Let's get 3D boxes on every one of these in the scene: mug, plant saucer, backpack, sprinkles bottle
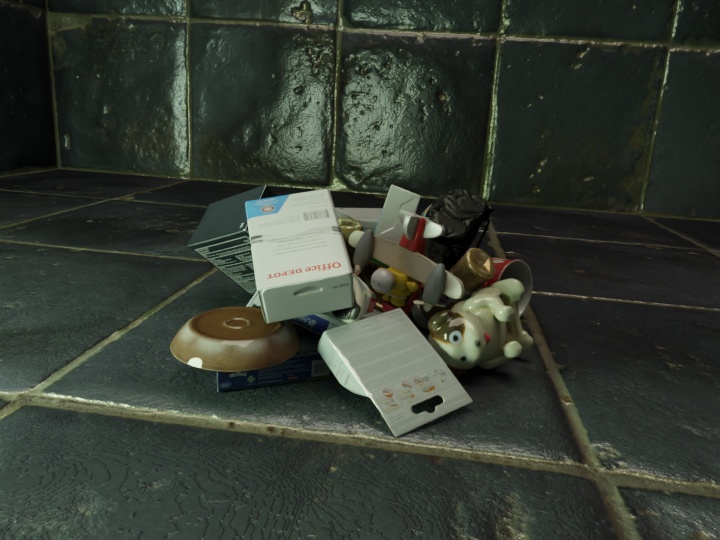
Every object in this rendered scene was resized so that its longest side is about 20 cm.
[{"bbox_3d":[0.254,0.017,1.326,0.177,0.135,0.199,36,-13,-38],"label":"mug"},{"bbox_3d":[0.087,0.030,1.326,0.198,0.037,0.200,25,3,-2],"label":"plant saucer"},{"bbox_3d":[0.164,-0.059,1.207,0.126,0.201,0.166,42,55,16],"label":"backpack"},{"bbox_3d":[0.176,0.038,1.150,0.067,0.200,0.069,17,49,-21],"label":"sprinkles bottle"},{"bbox_3d":[-0.190,0.096,0.914,0.197,0.037,0.201,4,16,-1],"label":"plant saucer"}]

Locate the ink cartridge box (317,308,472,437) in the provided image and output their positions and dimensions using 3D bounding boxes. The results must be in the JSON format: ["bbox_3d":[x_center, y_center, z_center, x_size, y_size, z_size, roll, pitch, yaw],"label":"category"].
[{"bbox_3d":[0.051,0.157,0.905,0.158,0.048,0.201,-13,50,-35],"label":"ink cartridge box"}]

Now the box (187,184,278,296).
[{"bbox_3d":[-0.215,-0.057,1.250,0.198,0.125,0.198,-9,-39,40],"label":"box"}]

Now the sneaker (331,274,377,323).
[{"bbox_3d":[-0.005,0.047,1.033,0.092,0.071,0.200,23,7,-18],"label":"sneaker"}]

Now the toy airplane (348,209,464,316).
[{"bbox_3d":[0.075,-0.008,1.076,0.140,0.201,0.199,-26,-1,-42],"label":"toy airplane"}]

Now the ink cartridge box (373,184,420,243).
[{"bbox_3d":[0.068,-0.085,1.250,0.066,0.118,0.200,19,-13,2],"label":"ink cartridge box"}]

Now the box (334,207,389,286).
[{"bbox_3d":[0.040,-0.062,1.511,0.196,0.174,0.200,-1,13,-18],"label":"box"}]

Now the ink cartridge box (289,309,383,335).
[{"bbox_3d":[-0.030,0.089,1.083,0.194,0.044,0.200,24,8,3],"label":"ink cartridge box"}]

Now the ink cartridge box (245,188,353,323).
[{"bbox_3d":[-0.100,-0.029,0.951,0.144,0.087,0.202,-10,49,-8],"label":"ink cartridge box"}]

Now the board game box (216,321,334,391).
[{"bbox_3d":[-0.160,0.123,1.005,0.197,0.063,0.200,-3,17,-23],"label":"board game box"}]

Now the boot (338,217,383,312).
[{"bbox_3d":[0.000,0.000,1.217,0.172,0.203,0.066,7,28,25],"label":"boot"}]

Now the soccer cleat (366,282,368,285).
[{"bbox_3d":[-0.064,0.029,1.371,0.198,0.086,0.069,25,55,9],"label":"soccer cleat"}]

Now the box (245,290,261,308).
[{"bbox_3d":[-0.140,0.022,1.116,0.060,0.201,0.117,37,17,1],"label":"box"}]

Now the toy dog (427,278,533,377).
[{"bbox_3d":[0.190,0.101,1.029,0.191,0.142,0.199,3,13,32],"label":"toy dog"}]
